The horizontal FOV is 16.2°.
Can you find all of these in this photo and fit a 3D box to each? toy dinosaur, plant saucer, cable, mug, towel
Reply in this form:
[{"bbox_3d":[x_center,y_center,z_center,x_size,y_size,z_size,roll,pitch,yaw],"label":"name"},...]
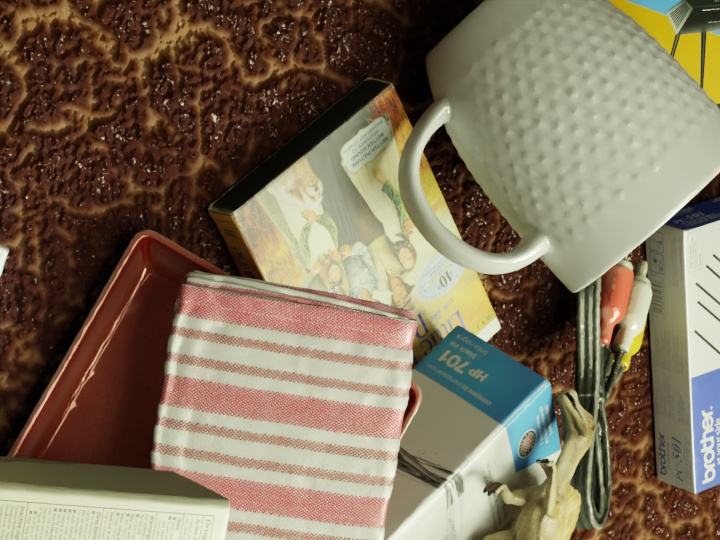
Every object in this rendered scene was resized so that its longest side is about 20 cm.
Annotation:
[{"bbox_3d":[0.105,0.177,1.600,0.101,0.058,0.200,-10,125,-54],"label":"toy dinosaur"},{"bbox_3d":[-0.095,0.109,1.512,0.199,0.037,0.200,30,79,-6],"label":"plant saucer"},{"bbox_3d":[0.167,0.072,1.709,0.097,0.050,0.200,64,27,-55],"label":"cable"},{"bbox_3d":[0.113,-0.083,1.598,0.200,0.148,0.175,-42,90,-17],"label":"mug"},{"bbox_3d":[-0.051,0.109,1.490,0.146,0.030,0.200,10,86,-8],"label":"towel"}]

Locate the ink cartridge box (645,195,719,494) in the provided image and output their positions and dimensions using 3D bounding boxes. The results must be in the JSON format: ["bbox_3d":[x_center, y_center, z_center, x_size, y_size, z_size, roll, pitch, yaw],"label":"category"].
[{"bbox_3d":[0.256,0.051,1.826,0.094,0.044,0.200,-17,111,-33],"label":"ink cartridge box"}]

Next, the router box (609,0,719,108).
[{"bbox_3d":[0.225,-0.158,1.742,0.200,0.051,0.149,-14,112,-35],"label":"router box"}]

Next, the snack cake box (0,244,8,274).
[{"bbox_3d":[-0.284,0.059,1.378,0.115,0.067,0.200,22,87,-41],"label":"snack cake box"}]

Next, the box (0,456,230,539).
[{"bbox_3d":[-0.179,0.152,1.374,0.200,0.078,0.095,9,95,-32],"label":"box"}]

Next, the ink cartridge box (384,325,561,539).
[{"bbox_3d":[0.036,0.157,1.622,0.200,0.086,0.147,-42,146,-22],"label":"ink cartridge box"}]

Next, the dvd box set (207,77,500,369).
[{"bbox_3d":[0.000,0.000,1.616,0.146,0.029,0.200,-40,122,-25],"label":"dvd box set"}]
